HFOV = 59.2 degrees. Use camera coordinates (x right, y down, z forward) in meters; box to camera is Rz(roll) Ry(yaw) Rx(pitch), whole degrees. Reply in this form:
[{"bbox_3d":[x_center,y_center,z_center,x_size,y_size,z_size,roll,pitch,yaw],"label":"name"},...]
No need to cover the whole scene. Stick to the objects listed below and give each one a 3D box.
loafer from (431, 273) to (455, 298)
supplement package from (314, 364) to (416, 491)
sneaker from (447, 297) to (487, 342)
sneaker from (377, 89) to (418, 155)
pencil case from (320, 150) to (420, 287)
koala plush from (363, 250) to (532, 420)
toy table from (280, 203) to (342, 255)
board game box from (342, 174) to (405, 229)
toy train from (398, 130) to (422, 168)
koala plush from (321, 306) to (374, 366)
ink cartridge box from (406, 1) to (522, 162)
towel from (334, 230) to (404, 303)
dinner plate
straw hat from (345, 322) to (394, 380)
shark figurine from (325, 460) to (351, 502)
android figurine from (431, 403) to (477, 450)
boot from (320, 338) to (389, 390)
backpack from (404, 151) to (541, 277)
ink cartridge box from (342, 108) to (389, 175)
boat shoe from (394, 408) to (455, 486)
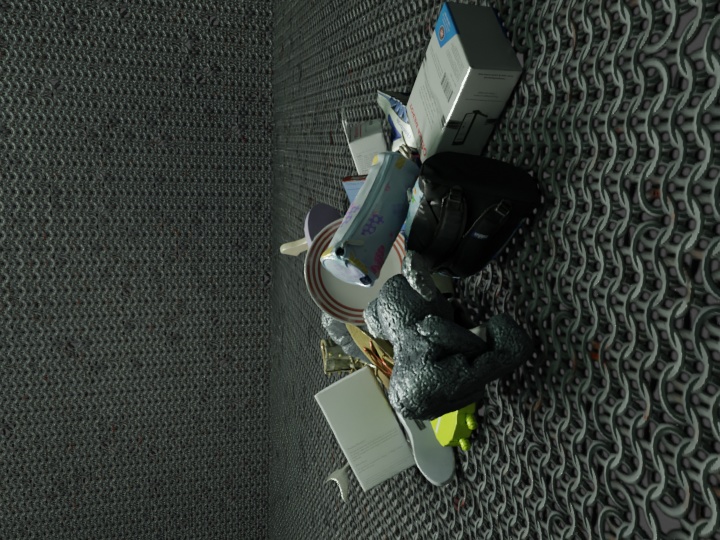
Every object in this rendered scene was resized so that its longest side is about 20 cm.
[{"bbox_3d":[0.126,0.019,1.065,0.068,0.075,0.201,-138,40,-66],"label":"loafer"},{"bbox_3d":[0.013,0.297,1.217,0.201,0.117,0.117,62,180,7],"label":"supplement package"},{"bbox_3d":[0.116,0.072,0.995,0.199,0.074,0.089,25,116,28],"label":"sneaker"},{"bbox_3d":[0.077,-0.267,1.188,0.200,0.080,0.116,-122,36,-57],"label":"sneaker"},{"bbox_3d":[0.017,-0.075,0.916,0.083,0.091,0.201,12,64,36],"label":"pencil case"},{"bbox_3d":[0.088,0.085,0.861,0.201,0.183,0.178,61,142,22],"label":"koala plush"},{"bbox_3d":[-0.110,-0.068,1.703,0.117,0.183,0.201,-47,32,45],"label":"toy table"},{"bbox_3d":[0.074,-0.111,1.014,0.019,0.199,0.103,-57,-44,-42],"label":"board game box"},{"bbox_3d":[0.054,-0.151,1.061,0.200,0.115,0.085,57,-143,-43],"label":"toy train"},{"bbox_3d":[0.023,0.057,1.277,0.178,0.183,0.201,124,164,-45],"label":"koala plush"},{"bbox_3d":[0.146,-0.266,0.944,0.200,0.084,0.147,111,153,-54],"label":"ink cartridge box"},{"bbox_3d":[0.022,-0.019,1.222,0.024,0.144,0.201,84,-176,-47],"label":"towel"},{"bbox_3d":[0.000,0.000,1.129,0.024,0.199,0.201,-81,-6,-76],"label":"dinner plate"},{"bbox_3d":[0.068,0.133,1.116,0.201,0.085,0.201,44,167,13],"label":"straw hat"},{"bbox_3d":[0.023,0.429,1.393,0.089,0.214,0.128,34,99,25],"label":"shark figurine"},{"bbox_3d":[0.147,0.205,1.048,0.200,0.041,0.183,-112,27,-58],"label":"android figurine"},{"bbox_3d":[0.001,0.202,1.347,0.200,0.154,0.072,-121,33,-60],"label":"boot"},{"bbox_3d":[0.137,-0.071,0.889,0.154,0.162,0.201,-83,4,-47],"label":"backpack"},{"bbox_3d":[0.025,-0.216,1.223,0.116,0.068,0.201,-92,-16,-63],"label":"ink cartridge box"},{"bbox_3d":[0.115,0.307,1.135,0.200,0.070,0.066,55,169,48],"label":"boat shoe"}]
